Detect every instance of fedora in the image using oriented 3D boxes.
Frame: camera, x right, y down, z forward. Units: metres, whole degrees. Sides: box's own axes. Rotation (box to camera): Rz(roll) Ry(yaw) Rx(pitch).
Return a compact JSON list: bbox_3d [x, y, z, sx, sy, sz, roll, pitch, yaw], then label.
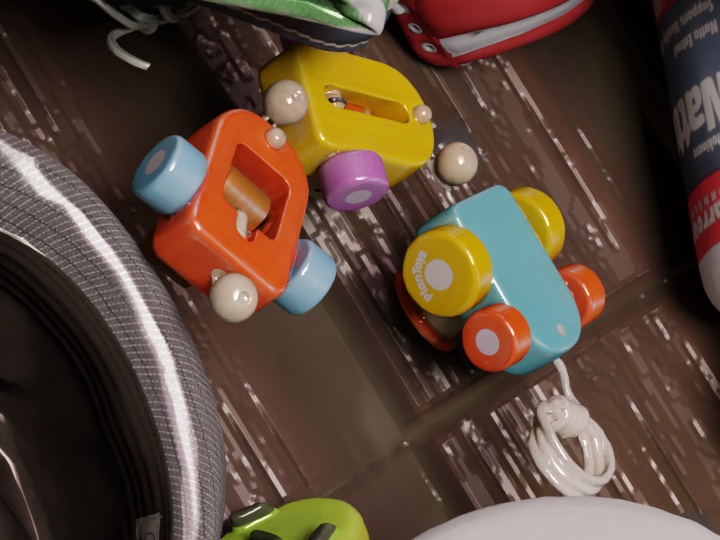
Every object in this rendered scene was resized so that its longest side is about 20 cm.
[{"bbox_3d":[-0.137,0.061,0.808,0.177,0.090,0.200,-32,94,-28],"label":"fedora"}]

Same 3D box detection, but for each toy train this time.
[{"bbox_3d":[0.000,0.000,0.878,0.200,0.056,0.151,36,41,-29],"label":"toy train"}]

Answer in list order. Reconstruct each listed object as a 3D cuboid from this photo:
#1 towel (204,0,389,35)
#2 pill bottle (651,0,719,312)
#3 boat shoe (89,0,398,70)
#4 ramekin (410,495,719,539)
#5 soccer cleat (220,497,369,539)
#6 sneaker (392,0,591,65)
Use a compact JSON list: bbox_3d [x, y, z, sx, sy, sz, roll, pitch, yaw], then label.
[{"bbox_3d":[-0.049,-0.153,0.850,0.152,0.023,0.200,10,42,0],"label":"towel"},{"bbox_3d":[0.177,-0.039,0.968,0.119,0.120,0.201,0,72,-24],"label":"pill bottle"},{"bbox_3d":[-0.078,-0.113,0.869,0.199,0.062,0.075,25,25,15],"label":"boat shoe"},{"bbox_3d":[0.064,0.166,0.792,0.200,0.098,0.201,-7,58,12],"label":"ramekin"},{"bbox_3d":[-0.053,0.158,0.840,0.200,0.065,0.084,-55,128,-33],"label":"soccer cleat"},{"bbox_3d":[-0.006,-0.135,0.951,0.199,0.113,0.071,17,71,14],"label":"sneaker"}]
